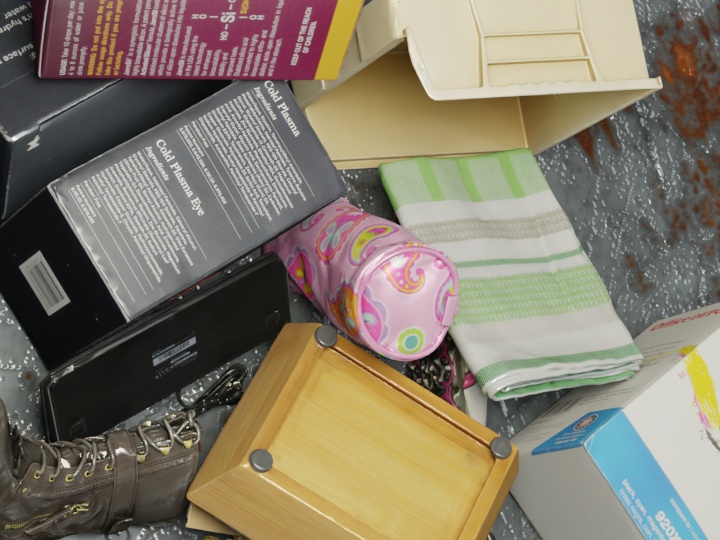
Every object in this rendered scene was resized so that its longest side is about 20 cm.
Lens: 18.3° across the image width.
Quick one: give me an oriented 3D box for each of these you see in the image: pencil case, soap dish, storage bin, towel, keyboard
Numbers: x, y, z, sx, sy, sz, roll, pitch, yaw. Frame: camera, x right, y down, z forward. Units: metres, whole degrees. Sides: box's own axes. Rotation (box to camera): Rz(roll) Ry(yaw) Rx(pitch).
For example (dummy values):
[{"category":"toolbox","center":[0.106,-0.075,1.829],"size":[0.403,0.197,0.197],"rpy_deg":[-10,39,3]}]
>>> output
[{"category":"pencil case","center":[0.000,0.000,1.562],"size":[0.087,0.200,0.088],"rpy_deg":[-5,104,-20]},{"category":"soap dish","center":[0.003,0.140,1.535],"size":[0.200,0.081,0.157],"rpy_deg":[32,57,-3]},{"category":"storage bin","center":[0.076,-0.144,1.619],"size":[0.198,0.200,0.094],"rpy_deg":[-5,81,-25]},{"category":"towel","center":[0.110,-0.003,1.616],"size":[0.149,0.031,0.200],"rpy_deg":[-6,60,-36]},{"category":"keyboard","center":[-0.131,0.069,1.547],"size":[0.200,0.127,0.021],"rpy_deg":[-28,49,-25]}]

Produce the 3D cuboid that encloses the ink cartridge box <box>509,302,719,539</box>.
[{"category":"ink cartridge box","center":[0.235,0.136,1.666],"size":[0.200,0.147,0.145],"rpy_deg":[-37,97,-25]}]

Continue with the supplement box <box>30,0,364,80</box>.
[{"category":"supplement box","center":[-0.108,-0.201,1.419],"size":[0.200,0.103,0.131],"rpy_deg":[-2,59,-14]}]

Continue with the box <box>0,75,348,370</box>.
[{"category":"box","center":[-0.137,-0.033,1.502],"size":[0.182,0.200,0.104],"rpy_deg":[-32,93,-25]}]

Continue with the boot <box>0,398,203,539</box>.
[{"category":"boot","center":[-0.188,0.123,1.473],"size":[0.174,0.200,0.069],"rpy_deg":[-15,56,-20]}]

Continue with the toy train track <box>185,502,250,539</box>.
[{"category":"toy train track","center":[-0.091,0.218,1.568],"size":[0.115,0.033,0.200],"rpy_deg":[16,79,-38]}]

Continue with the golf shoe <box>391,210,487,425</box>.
[{"category":"golf shoe","center":[0.081,0.032,1.659],"size":[0.092,0.073,0.200],"rpy_deg":[0,80,-26]}]

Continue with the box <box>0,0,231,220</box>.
[{"category":"box","center":[-0.215,-0.175,1.511],"size":[0.197,0.117,0.200],"rpy_deg":[-31,73,-25]}]

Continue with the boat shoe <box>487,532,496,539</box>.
[{"category":"boat shoe","center":[0.052,0.176,1.622],"size":[0.073,0.065,0.200],"rpy_deg":[-43,98,-24]}]
